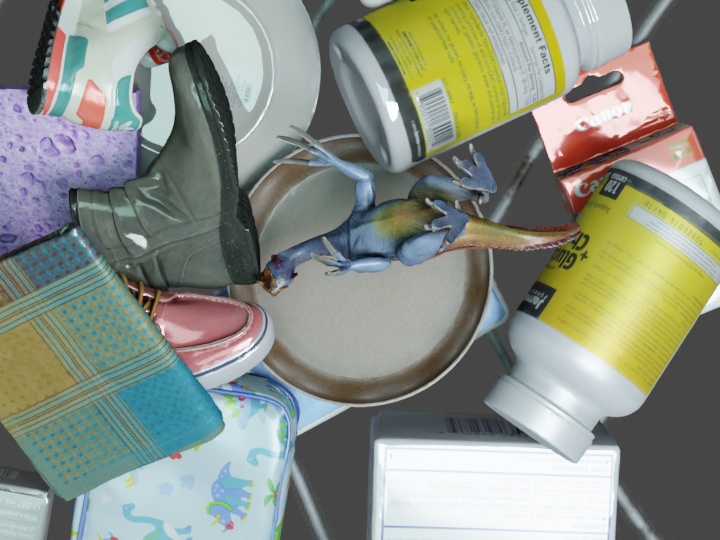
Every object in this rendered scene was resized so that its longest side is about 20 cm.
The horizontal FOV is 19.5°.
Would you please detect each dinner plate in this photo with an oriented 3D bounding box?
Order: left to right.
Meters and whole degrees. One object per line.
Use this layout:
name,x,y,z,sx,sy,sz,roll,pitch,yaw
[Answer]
dinner plate,-0.129,-0.149,1.560,0.198,0.024,0.202,0,98,-2

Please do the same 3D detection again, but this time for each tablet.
tablet,0.000,0.027,1.589,0.199,0.014,0.131,-28,97,3

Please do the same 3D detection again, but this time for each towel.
towel,-0.202,0.066,1.458,0.146,0.022,0.201,-23,122,17

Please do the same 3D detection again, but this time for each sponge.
sponge,-0.220,-0.037,1.556,0.111,0.030,0.202,2,104,0

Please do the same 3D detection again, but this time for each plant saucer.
plant saucer,0.000,0.000,1.556,0.198,0.032,0.202,0,88,6

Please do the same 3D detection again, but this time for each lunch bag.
lunch bag,-0.135,0.167,1.564,0.159,0.082,0.202,9,101,-1

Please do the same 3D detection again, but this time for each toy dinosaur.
toy dinosaur,0.017,-0.013,1.467,0.199,0.181,0.106,32,56,-20

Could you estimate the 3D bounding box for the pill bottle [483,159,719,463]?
pill bottle,0.174,0.031,1.480,0.112,0.112,0.201,34,86,-5

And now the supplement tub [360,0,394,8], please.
supplement tub,0.065,-0.285,1.492,0.199,0.132,0.133,-25,97,3

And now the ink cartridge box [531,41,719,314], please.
ink cartridge box,0.207,-0.058,1.563,0.108,0.050,0.201,-22,98,2

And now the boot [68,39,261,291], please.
boot,-0.148,-0.059,1.483,0.130,0.068,0.201,-9,122,1

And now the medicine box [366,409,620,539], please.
medicine box,0.094,0.215,1.569,0.181,0.103,0.202,2,97,-1

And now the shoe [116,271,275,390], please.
shoe,-0.165,0.036,1.484,0.198,0.072,0.091,-7,140,11

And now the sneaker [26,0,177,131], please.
sneaker,-0.175,-0.191,1.515,0.093,0.070,0.201,19,68,-17

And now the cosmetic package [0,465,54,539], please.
cosmetic package,-0.297,0.248,1.575,0.106,0.090,0.202,9,94,-5

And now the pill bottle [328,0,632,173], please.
pill bottle,0.087,-0.160,1.508,0.199,0.114,0.115,-25,97,-10
